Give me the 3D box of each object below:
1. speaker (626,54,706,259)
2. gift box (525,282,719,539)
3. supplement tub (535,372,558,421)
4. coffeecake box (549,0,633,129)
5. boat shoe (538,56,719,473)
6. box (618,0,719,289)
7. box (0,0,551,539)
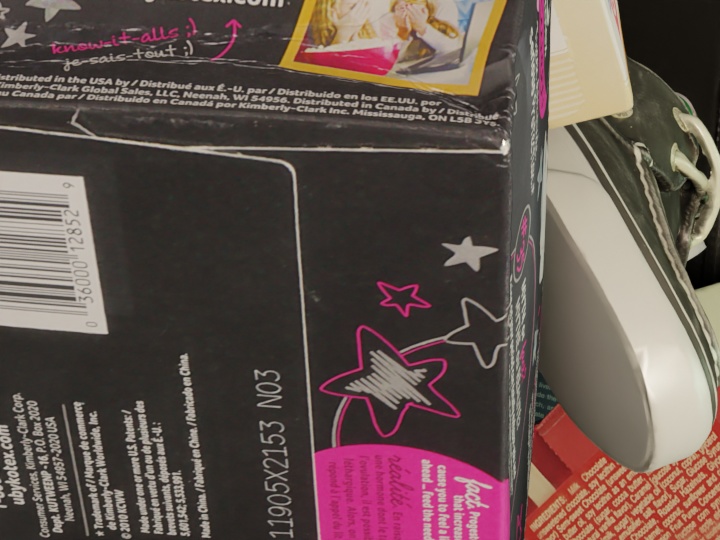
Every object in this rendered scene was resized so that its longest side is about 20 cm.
[{"bbox_3d":[0.039,-0.081,0.814,0.081,0.081,0.201,-31,98,-79],"label":"speaker"},{"bbox_3d":[0.134,0.123,0.809,0.184,0.200,0.186,-43,166,26],"label":"gift box"},{"bbox_3d":[0.064,0.080,1.148,0.141,0.139,0.201,80,19,-61],"label":"supplement tub"},{"bbox_3d":[0.009,-0.153,0.629,0.154,0.073,0.201,67,15,-45],"label":"coffeecake box"},{"bbox_3d":[0.063,-0.029,0.679,0.201,0.063,0.071,-114,-166,-45],"label":"boat shoe"},{"bbox_3d":[0.063,-0.102,0.874,0.047,0.199,0.194,-27,131,-38],"label":"box"},{"bbox_3d":[-0.025,-0.004,0.562,0.201,0.131,0.115,87,10,-48],"label":"box"}]
